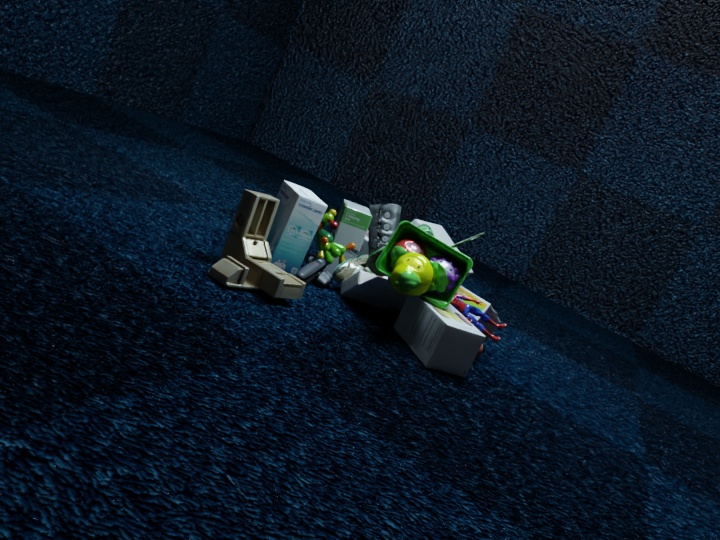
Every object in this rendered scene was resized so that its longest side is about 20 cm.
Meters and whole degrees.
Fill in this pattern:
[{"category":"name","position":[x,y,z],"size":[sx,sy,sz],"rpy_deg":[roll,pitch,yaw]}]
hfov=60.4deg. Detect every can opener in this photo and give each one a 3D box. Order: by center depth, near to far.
[{"category":"can opener","position":[-0.120,0.004,1.527],"size":[0.078,0.064,0.200],"rpy_deg":[28,12,12]}]

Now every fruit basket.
[{"category":"fruit basket","position":[0.137,-0.008,1.417],"size":[0.215,0.156,0.216],"rpy_deg":[32,-1,0]}]

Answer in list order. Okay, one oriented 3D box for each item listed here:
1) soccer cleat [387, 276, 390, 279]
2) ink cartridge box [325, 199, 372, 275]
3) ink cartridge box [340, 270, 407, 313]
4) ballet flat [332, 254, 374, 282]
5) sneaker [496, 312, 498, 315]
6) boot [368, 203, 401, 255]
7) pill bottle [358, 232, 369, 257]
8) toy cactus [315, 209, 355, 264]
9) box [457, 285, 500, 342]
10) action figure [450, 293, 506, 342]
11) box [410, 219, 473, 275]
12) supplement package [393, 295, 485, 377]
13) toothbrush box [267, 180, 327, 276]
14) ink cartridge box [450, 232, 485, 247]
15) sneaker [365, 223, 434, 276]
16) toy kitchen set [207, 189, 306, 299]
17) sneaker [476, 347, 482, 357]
[{"category":"soccer cleat","position":[0.131,0.037,1.698],"size":[0.068,0.073,0.200],"rpy_deg":[10,-8,32]},{"category":"ink cartridge box","position":[-0.042,-0.087,1.756],"size":[0.084,0.201,0.146],"rpy_deg":[20,12,-8]},{"category":"ink cartridge box","position":[0.078,0.048,1.553],"size":[0.199,0.045,0.176],"rpy_deg":[19,-27,-27]},{"category":"ballet flat","position":[0.000,0.000,1.648],"size":[0.075,0.068,0.200],"rpy_deg":[26,19,17]},{"category":"sneaker","position":[0.337,0.129,1.885],"size":[0.106,0.075,0.200],"rpy_deg":[38,18,36]},{"category":"boot","position":[0.102,-0.093,1.790],"size":[0.164,0.201,0.066],"rpy_deg":[5,-20,-4]},{"category":"pill bottle","position":[-0.004,-0.064,1.939],"size":[0.114,0.114,0.200],"rpy_deg":[25,11,-3]},{"category":"toy cactus","position":[-0.093,-0.104,1.611],"size":[0.165,0.102,0.200],"rpy_deg":[52,-12,26]},{"category":"box","position":[0.264,0.107,1.690],"size":[0.200,0.101,0.113],"rpy_deg":[35,-10,41]},{"category":"action figure","position":[0.273,0.104,1.557],"size":[0.200,0.066,0.052],"rpy_deg":[32,-16,-3]},{"category":"box","position":[0.201,-0.026,1.906],"size":[0.200,0.171,0.199],"rpy_deg":[57,24,20]},{"category":"supplement package","position":[0.177,0.142,1.424],"size":[0.113,0.110,0.200],"rpy_deg":[18,14,-25]},{"category":"toothbrush box","position":[-0.179,-0.108,1.562],"size":[0.085,0.201,0.146],"rpy_deg":[18,13,-28]},{"category":"ink cartridge box","position":[0.244,-0.024,1.609],"size":[0.076,0.199,0.148],"rpy_deg":[66,13,5]},{"category":"sneaker","position":[0.105,-0.051,1.597],"size":[0.078,0.200,0.085],"rpy_deg":[57,20,-18]},{"category":"toy kitchen set","position":[-0.219,-0.058,1.307],"size":[0.200,0.181,0.163],"rpy_deg":[29,13,36]},{"category":"sneaker","position":[0.215,0.151,1.559],"size":[0.200,0.077,0.082],"rpy_deg":[32,20,32]}]
